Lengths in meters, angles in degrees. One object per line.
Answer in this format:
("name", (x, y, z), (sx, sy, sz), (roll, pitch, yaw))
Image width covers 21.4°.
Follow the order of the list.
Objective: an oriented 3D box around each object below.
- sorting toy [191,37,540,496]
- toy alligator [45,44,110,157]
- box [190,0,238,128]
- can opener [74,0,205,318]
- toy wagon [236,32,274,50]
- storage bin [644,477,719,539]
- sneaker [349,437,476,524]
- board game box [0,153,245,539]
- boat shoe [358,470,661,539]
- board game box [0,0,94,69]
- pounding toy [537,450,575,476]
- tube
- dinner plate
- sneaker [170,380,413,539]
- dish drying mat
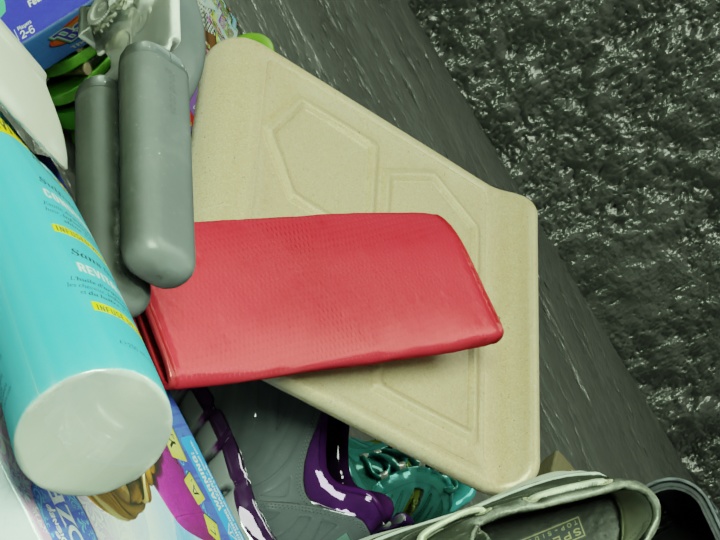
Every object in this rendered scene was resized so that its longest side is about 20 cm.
("sorting toy", (0.000, 0.000, 0.916), (0.199, 0.036, 0.187), (26, 47, -26))
("toy alligator", (-0.135, -0.084, 0.974), (0.054, 0.059, 0.202), (-41, 122, -41))
("box", (-0.134, -0.185, 1.263), (0.138, 0.039, 0.200), (59, 11, -21))
("can opener", (-0.084, -0.062, 0.805), (0.067, 0.053, 0.201), (32, 37, -38))
("toy wagon", (-0.053, -0.045, 1.200), (0.156, 0.039, 0.202), (72, 8, -54))
("storage bin", (0.131, 0.220, 1.041), (0.094, 0.199, 0.136), (40, 23, -61))
("sneaker", (0.012, 0.115, 1.079), (0.078, 0.079, 0.200), (65, 11, 18))
("board game box", (-0.122, 0.046, 0.703), (0.201, 0.041, 0.199), (62, 10, 6))
("boat shoe", (0.043, 0.139, 0.842), (0.071, 0.199, 0.064), (65, -21, 0))
("board game box", (-0.156, -0.212, 0.915), (0.201, 0.151, 0.045), (63, 11, 13))
("pounding toy", (0.134, 0.253, 1.242), (0.201, 0.142, 0.184), (51, 9, 2))
("tube", (-0.114, -0.006, 0.659), (0.078, 0.050, 0.201), (59, 1, -42))
("dinner plate", (-0.178, -0.122, 0.760), (0.200, 0.024, 0.200), (49, -2, 2))
("sneaker", (-0.047, 0.053, 0.925), (0.201, 0.087, 0.074), (64, 10, 11))
("dish drying mat", (-0.021, 0.010, 0.849), (0.199, 0.018, 0.077), (-6, 65, -43))
